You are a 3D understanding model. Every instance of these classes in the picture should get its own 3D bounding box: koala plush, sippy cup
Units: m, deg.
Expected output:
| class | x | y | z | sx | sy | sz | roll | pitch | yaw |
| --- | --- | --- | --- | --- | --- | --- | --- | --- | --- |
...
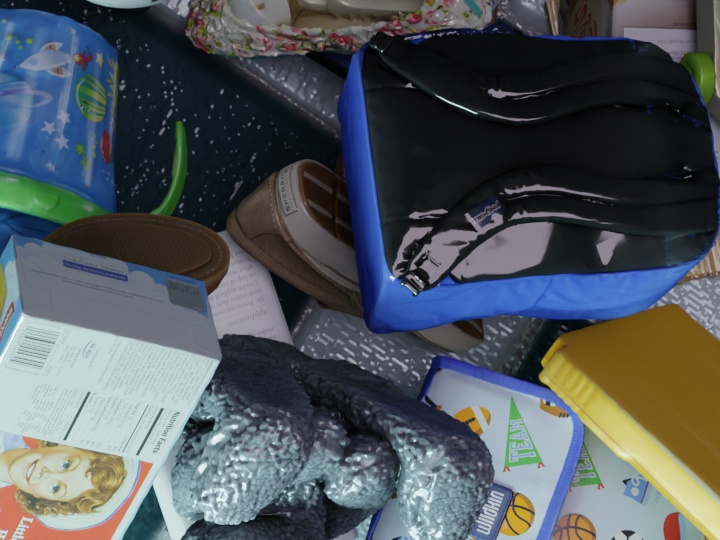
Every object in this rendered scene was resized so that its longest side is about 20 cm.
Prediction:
| class | x | y | z | sx | sy | sz | roll | pitch | yaw |
| --- | --- | --- | --- | --- | --- | --- | --- | --- | --- |
| koala plush | -0.053 | 0.153 | 1.396 | 0.177 | 0.184 | 0.200 | 10 | 102 | -30 |
| sippy cup | -0.200 | -0.079 | 1.461 | 0.178 | 0.140 | 0.131 | 20 | 71 | -30 |

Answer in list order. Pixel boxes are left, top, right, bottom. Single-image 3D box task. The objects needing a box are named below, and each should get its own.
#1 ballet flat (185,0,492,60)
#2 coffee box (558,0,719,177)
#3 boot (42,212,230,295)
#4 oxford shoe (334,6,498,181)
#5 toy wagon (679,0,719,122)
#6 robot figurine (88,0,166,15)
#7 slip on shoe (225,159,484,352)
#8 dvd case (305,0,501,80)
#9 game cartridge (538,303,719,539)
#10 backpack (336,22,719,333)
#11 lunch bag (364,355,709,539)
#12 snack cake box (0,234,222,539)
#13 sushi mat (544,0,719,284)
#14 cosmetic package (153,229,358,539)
| class | x | y | z | sx | sy | sz | roll | pitch | yaw |
| --- | --- | --- | --- | --- | --- | --- | --- | --- | --- |
| ballet flat | -0.019 | -0.165 | 1.480 | 0.200 | 0.064 | 0.076 | 2 | 57 | 21 |
| coffee box | 0.174 | -0.132 | 1.533 | 0.080 | 0.114 | 0.201 | 5 | 84 | -12 |
| boot | -0.162 | 0.054 | 1.418 | 0.200 | 0.074 | 0.155 | -14 | 133 | -3 |
| oxford shoe | 0.047 | -0.127 | 1.538 | 0.070 | 0.075 | 0.200 | 20 | 82 | -10 |
| toy wagon | 0.264 | -0.124 | 1.480 | 0.155 | 0.040 | 0.201 | 0 | 87 | -20 |
| robot figurine | -0.152 | -0.240 | 1.454 | 0.125 | 0.200 | 0.150 | -44 | 137 | 17 |
| slip on shoe | 0.000 | 0.000 | 1.499 | 0.200 | 0.061 | 0.076 | 30 | 40 | -47 |
| dvd case | 0.036 | -0.203 | 1.531 | 0.143 | 0.018 | 0.200 | 34 | 77 | 31 |
| game cartridge | 0.215 | 0.103 | 1.486 | 0.200 | 0.176 | 0.032 | 42 | 117 | 22 |
| backpack | 0.093 | -0.050 | 1.400 | 0.199 | 0.168 | 0.163 | -5 | 76 | -9 |
| lunch bag | 0.103 | 0.162 | 1.497 | 0.200 | 0.124 | 0.170 | 25 | 78 | -16 |
| snack cake box | -0.169 | 0.085 | 1.347 | 0.115 | 0.067 | 0.200 | 14 | 125 | -25 |
| sushi mat | 0.182 | -0.087 | 1.596 | 0.095 | 0.012 | 0.201 | -11 | 88 | -11 |
| cosmetic package | -0.085 | 0.083 | 1.496 | 0.101 | 0.071 | 0.200 | -18 | 89 | -14 |
